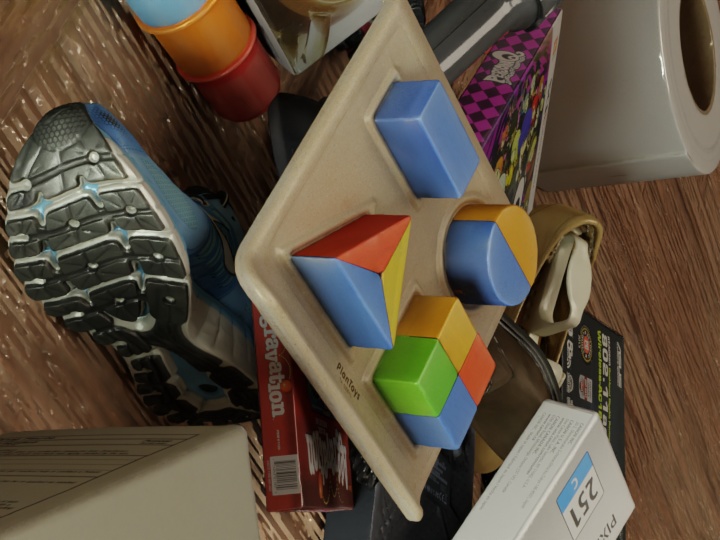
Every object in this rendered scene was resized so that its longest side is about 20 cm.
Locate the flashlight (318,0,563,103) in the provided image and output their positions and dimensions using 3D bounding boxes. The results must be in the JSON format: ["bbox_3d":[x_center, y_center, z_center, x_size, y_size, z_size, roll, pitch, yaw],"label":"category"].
[{"bbox_3d":[0.045,-0.120,0.853,0.200,0.068,0.068,-44,127,-18],"label":"flashlight"}]

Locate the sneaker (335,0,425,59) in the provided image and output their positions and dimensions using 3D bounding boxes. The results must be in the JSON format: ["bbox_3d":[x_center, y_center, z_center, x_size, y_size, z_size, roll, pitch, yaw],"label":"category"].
[{"bbox_3d":[-0.011,-0.220,0.853,0.075,0.080,0.201,-90,170,-45],"label":"sneaker"}]

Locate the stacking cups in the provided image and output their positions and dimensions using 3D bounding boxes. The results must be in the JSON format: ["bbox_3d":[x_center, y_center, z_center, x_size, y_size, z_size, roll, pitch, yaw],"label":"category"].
[{"bbox_3d":[-0.101,-0.145,0.697,0.200,0.060,0.061,58,38,-48],"label":"stacking cups"}]

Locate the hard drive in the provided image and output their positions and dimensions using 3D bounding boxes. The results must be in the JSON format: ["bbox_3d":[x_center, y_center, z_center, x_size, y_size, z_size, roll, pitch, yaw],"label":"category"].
[{"bbox_3d":[0.023,0.169,0.882,0.135,0.042,0.202,42,48,-52],"label":"hard drive"}]

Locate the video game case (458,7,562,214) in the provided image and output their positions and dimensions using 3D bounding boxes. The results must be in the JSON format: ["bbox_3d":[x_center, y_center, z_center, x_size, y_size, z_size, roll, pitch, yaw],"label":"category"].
[{"bbox_3d":[0.086,-0.057,0.978,0.200,0.036,0.182,-57,157,-50],"label":"video game case"}]

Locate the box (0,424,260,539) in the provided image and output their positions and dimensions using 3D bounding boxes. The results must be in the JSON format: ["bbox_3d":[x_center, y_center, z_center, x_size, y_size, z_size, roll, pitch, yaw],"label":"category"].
[{"bbox_3d":[-0.135,0.129,0.501,0.200,0.127,0.110,-15,99,-61],"label":"box"}]

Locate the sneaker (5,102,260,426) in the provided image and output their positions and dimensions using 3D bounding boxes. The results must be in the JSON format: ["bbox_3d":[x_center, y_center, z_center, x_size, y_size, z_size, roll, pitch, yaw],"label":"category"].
[{"bbox_3d":[-0.097,-0.010,0.671,0.201,0.078,0.091,64,24,-49],"label":"sneaker"}]

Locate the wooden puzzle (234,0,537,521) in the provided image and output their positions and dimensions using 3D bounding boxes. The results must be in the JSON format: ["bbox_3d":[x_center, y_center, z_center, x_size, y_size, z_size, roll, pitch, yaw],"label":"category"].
[{"bbox_3d":[0.031,-0.009,0.706,0.186,0.046,0.201,57,44,-38],"label":"wooden puzzle"}]

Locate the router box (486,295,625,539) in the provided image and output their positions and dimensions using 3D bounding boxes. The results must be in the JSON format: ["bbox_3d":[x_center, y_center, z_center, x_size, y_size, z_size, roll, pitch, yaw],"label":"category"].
[{"bbox_3d":[0.152,0.132,1.110,0.150,0.062,0.202,28,62,-59],"label":"router box"}]

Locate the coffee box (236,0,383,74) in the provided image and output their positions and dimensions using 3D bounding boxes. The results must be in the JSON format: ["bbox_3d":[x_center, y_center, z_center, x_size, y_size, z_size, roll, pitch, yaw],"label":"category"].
[{"bbox_3d":[-0.047,-0.216,0.722,0.113,0.080,0.201,-37,130,-8],"label":"coffee box"}]

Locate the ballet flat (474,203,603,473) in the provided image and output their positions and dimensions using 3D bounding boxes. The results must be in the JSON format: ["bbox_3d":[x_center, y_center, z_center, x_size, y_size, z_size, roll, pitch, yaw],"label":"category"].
[{"bbox_3d":[0.121,0.047,1.018,0.068,0.063,0.202,22,80,-38],"label":"ballet flat"}]

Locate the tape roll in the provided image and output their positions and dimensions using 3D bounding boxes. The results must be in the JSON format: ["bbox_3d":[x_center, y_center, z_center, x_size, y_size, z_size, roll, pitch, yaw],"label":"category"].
[{"bbox_3d":[0.210,-0.171,1.189,0.202,0.138,0.205,20,68,-60],"label":"tape roll"}]

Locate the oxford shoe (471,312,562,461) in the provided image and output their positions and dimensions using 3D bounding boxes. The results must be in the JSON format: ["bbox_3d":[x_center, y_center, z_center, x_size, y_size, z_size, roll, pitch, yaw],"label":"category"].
[{"bbox_3d":[0.060,0.056,0.886,0.201,0.072,0.085,56,35,-21],"label":"oxford shoe"}]

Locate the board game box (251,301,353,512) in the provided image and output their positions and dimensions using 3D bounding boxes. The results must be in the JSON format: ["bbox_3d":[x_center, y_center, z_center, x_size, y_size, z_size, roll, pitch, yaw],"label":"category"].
[{"bbox_3d":[-0.027,0.071,0.743,0.200,0.019,0.104,56,29,-79],"label":"board game box"}]

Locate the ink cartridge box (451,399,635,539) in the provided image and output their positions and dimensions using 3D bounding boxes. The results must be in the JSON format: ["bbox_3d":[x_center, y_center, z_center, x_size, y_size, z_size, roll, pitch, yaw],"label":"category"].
[{"bbox_3d":[0.103,0.210,0.879,0.200,0.044,0.177,-51,134,-29],"label":"ink cartridge box"}]

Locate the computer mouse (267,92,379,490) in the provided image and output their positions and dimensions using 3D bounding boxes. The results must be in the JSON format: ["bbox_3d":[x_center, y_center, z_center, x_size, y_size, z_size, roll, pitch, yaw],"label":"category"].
[{"bbox_3d":[0.000,0.000,0.763,0.139,0.052,0.202,-86,162,-75],"label":"computer mouse"}]
